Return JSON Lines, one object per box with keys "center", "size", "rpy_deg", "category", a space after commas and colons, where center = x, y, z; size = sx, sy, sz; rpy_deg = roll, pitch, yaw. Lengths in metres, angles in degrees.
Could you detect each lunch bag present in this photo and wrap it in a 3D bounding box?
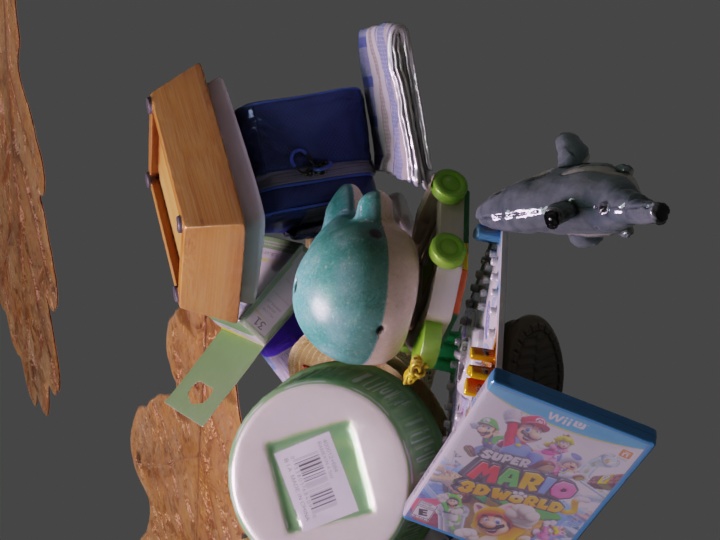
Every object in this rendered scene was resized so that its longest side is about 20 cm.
{"center": [-0.059, -0.097, 1.595], "size": [0.200, 0.135, 0.134], "rpy_deg": [158, 102, -78], "category": "lunch bag"}

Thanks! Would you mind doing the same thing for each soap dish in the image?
{"center": [-0.154, -0.072, 1.544], "size": [0.158, 0.080, 0.201], "rpy_deg": [102, 156, -53], "category": "soap dish"}

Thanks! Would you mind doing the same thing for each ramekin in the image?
{"center": [-0.025, 0.186, 1.470], "size": [0.098, 0.198, 0.202], "rpy_deg": [2, -108, -76], "category": "ramekin"}

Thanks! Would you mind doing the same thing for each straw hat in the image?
{"center": [0.028, 0.104, 1.591], "size": [0.200, 0.085, 0.202], "rpy_deg": [26, 142, 23], "category": "straw hat"}

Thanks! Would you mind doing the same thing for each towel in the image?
{"center": [0.027, -0.154, 1.479], "size": [0.200, 0.024, 0.148], "rpy_deg": [-142, 42, -78], "category": "towel"}

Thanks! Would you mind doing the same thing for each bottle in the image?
{"center": [-0.046, 0.115, 1.714], "size": [0.201, 0.065, 0.084], "rpy_deg": [56, -173, -30], "category": "bottle"}

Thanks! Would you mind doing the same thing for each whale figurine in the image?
{"center": [-0.016, -0.003, 1.439], "size": [0.201, 0.103, 0.160], "rpy_deg": [-111, 30, -54], "category": "whale figurine"}

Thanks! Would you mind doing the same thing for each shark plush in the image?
{"center": [0.169, -0.038, 1.207], "size": [0.200, 0.083, 0.092], "rpy_deg": [33, 132, 58], "category": "shark plush"}

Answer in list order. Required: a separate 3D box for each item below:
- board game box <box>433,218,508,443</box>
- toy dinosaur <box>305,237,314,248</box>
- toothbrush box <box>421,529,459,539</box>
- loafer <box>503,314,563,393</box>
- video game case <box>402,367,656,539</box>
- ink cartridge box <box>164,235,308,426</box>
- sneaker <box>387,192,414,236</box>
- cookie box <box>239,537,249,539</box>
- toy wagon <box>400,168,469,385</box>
{"center": [0.090, 0.078, 1.391], "size": [0.201, 0.026, 0.201], "rpy_deg": [105, 174, -45], "category": "board game box"}
{"center": [-0.046, 0.023, 1.762], "size": [0.101, 0.058, 0.202], "rpy_deg": [-157, 57, -63], "category": "toy dinosaur"}
{"center": [0.022, 0.241, 1.590], "size": [0.199, 0.085, 0.147], "rpy_deg": [35, 143, 14], "category": "toothbrush box"}
{"center": [0.126, 0.131, 1.385], "size": [0.067, 0.076, 0.202], "rpy_deg": [23, 116, 48], "category": "loafer"}
{"center": [0.134, 0.168, 1.313], "size": [0.018, 0.142, 0.201], "rpy_deg": [-75, 9, -45], "category": "video game case"}
{"center": [-0.131, 0.056, 1.631], "size": [0.048, 0.200, 0.145], "rpy_deg": [45, 168, -20], "category": "ink cartridge box"}
{"center": [0.000, 0.000, 1.606], "size": [0.076, 0.088, 0.201], "rpy_deg": [65, 154, 27], "category": "sneaker"}
{"center": [-0.017, 0.340, 1.733], "size": [0.200, 0.170, 0.076], "rpy_deg": [26, 124, 60], "category": "cookie box"}
{"center": [0.063, 0.013, 1.432], "size": [0.156, 0.039, 0.201], "rpy_deg": [112, 165, -54], "category": "toy wagon"}
